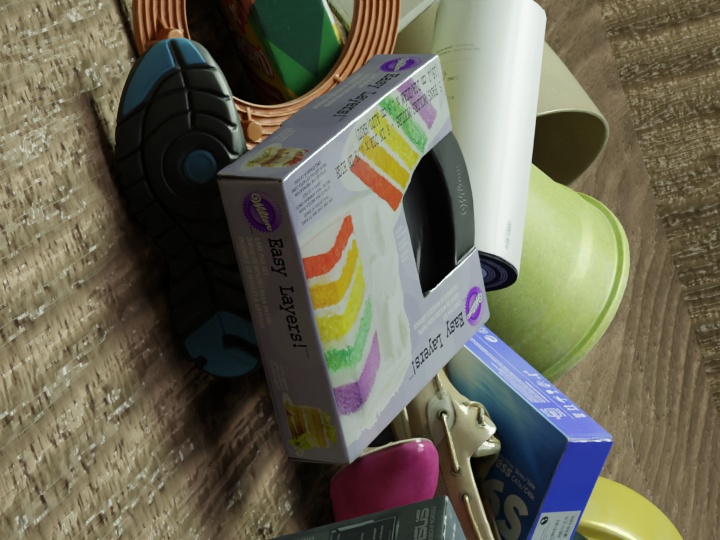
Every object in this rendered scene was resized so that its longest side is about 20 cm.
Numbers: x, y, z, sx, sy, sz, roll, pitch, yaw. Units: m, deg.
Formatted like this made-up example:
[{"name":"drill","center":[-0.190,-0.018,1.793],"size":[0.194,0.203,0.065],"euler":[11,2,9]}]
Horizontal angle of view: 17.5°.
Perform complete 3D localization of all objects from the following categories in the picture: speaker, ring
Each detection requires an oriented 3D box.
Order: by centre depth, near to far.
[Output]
[{"name":"ring","center":[-0.052,-0.167,1.455],"size":[0.200,0.019,0.201],"euler":[-7,101,-36]},{"name":"speaker","center":[0.080,-0.092,1.610],"size":[0.081,0.081,0.200],"euler":[48,45,-60]}]

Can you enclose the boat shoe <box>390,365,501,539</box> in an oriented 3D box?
[{"name":"boat shoe","center":[0.059,0.114,1.477],"size":[0.072,0.065,0.200],"euler":[52,28,-62]}]

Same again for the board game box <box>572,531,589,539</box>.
[{"name":"board game box","center":[0.102,0.215,1.488],"size":[0.200,0.135,0.028],"euler":[33,-40,37]}]

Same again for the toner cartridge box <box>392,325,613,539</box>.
[{"name":"toner cartridge box","center":[0.075,0.097,1.535],"size":[0.043,0.095,0.200],"euler":[3,27,-40]}]

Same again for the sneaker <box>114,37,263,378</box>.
[{"name":"sneaker","center":[-0.093,-0.041,1.356],"size":[0.082,0.073,0.200],"euler":[-72,154,-70]}]

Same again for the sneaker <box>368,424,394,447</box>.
[{"name":"sneaker","center":[-0.019,0.067,1.474],"size":[0.088,0.074,0.200],"euler":[-101,168,-44]}]

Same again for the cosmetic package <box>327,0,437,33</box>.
[{"name":"cosmetic package","center":[-0.024,-0.252,1.598],"size":[0.200,0.087,0.103],"euler":[51,0,-2]}]

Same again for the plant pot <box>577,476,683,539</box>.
[{"name":"plant pot","center":[0.131,0.267,1.584],"size":[0.189,0.200,0.201],"euler":[-79,150,-62]}]

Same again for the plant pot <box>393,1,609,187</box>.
[{"name":"plant pot","center":[0.080,-0.159,1.930],"size":[0.200,0.187,0.187],"euler":[65,10,23]}]

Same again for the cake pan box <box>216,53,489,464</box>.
[{"name":"cake pan box","center":[0.003,-0.012,1.380],"size":[0.200,0.052,0.185],"euler":[-41,128,-50]}]

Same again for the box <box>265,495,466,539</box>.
[{"name":"box","center":[-0.027,0.206,1.165],"size":[0.200,0.157,0.051],"euler":[-82,153,-59]}]

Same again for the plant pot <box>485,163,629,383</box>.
[{"name":"plant pot","center":[0.071,-0.029,1.744],"size":[0.184,0.200,0.201],"euler":[47,30,-40]}]

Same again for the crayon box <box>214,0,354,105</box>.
[{"name":"crayon box","center":[-0.036,-0.121,1.567],"size":[0.200,0.051,0.127],"euler":[67,-10,-23]}]

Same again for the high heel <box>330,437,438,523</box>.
[{"name":"high heel","center":[0.013,0.176,1.389],"size":[0.200,0.067,0.096],"euler":[123,-43,-53]}]
